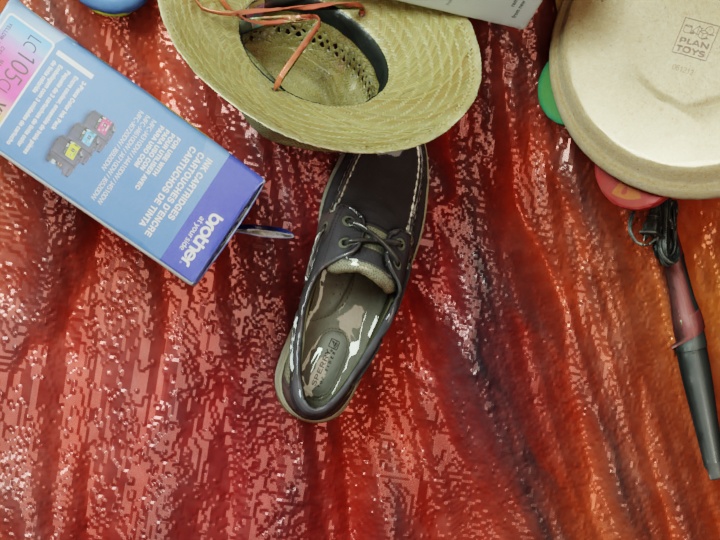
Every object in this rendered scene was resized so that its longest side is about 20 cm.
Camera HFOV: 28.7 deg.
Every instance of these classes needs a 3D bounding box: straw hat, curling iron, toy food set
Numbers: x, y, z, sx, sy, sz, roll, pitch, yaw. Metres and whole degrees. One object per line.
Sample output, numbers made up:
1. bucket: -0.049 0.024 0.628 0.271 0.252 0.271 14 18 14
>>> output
1. straw hat: -0.033 -0.120 0.850 0.199 0.085 0.203 10 51 -13
2. curling iron: 0.214 0.044 0.942 0.049 0.025 0.202 -23 102 -48
3. toy food set: 0.209 -0.134 0.873 0.198 0.049 0.200 4 78 20

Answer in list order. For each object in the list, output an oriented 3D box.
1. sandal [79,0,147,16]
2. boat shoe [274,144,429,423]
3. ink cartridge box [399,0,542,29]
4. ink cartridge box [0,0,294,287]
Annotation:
1. sandal: -0.148 -0.253 0.828 0.079 0.087 0.202 -2 93 -14
2. boat shoe: 0.000 0.000 0.876 0.071 0.065 0.202 21 86 -10
3. ink cartridge box: 0.021 -0.243 0.841 0.198 0.083 0.148 11 61 -12
4. ink cartridge box: -0.133 -0.063 0.809 0.199 0.136 0.077 37 89 -11
